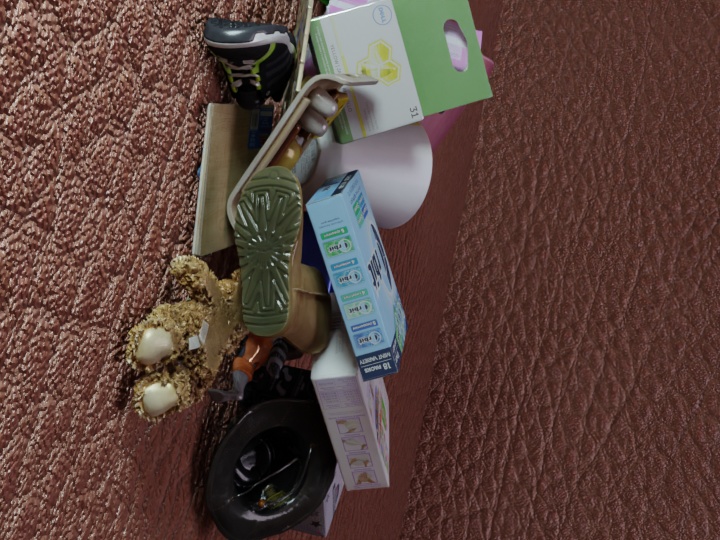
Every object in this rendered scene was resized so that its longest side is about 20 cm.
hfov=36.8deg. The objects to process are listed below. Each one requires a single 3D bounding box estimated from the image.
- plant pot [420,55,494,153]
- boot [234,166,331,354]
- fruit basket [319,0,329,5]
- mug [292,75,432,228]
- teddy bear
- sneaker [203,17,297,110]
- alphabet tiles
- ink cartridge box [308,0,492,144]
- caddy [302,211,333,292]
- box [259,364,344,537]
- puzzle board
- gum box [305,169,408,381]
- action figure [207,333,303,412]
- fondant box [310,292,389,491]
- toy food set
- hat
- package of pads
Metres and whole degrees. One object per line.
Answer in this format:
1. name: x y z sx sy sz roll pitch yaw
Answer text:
1. plant pot: 0.084 -0.280 1.684 0.180 0.199 0.200 -66 171 10
2. boot: -0.074 -0.004 1.126 0.200 0.066 0.176 31 65 -77
3. fruit basket: 0.021 -0.345 1.424 0.216 0.155 0.217 -8 90 -76
4. mug: -0.025 -0.143 1.355 0.153 0.187 0.150 4 121 -40
5. teddy bear: -0.168 0.063 1.031 0.200 0.066 0.145 -64 145 -47
6. sneaker: -0.102 -0.201 1.075 0.200 0.071 0.083 -24 122 -77
7. alphabet tiles: -0.070 -0.242 1.193 0.167 0.008 0.201 120 -22 -66
8. ink cartridge box: 0.048 -0.242 1.246 0.048 0.199 0.146 -141 -145 -79
9. caddy: -0.047 0.011 1.441 0.141 0.104 0.201 24 76 -79
10. box: -0.082 0.244 1.452 0.132 0.114 0.201 -69 164 -44
11. puzzle board: -0.135 -0.101 1.147 0.200 0.017 0.151 -34 132 -75
12. gum box: 0.000 0.000 1.204 0.170 0.044 0.201 -68 141 -75
13. action figure: -0.102 0.098 1.274 0.193 0.104 0.201 -34 132 -62
14. fondant box: -0.009 0.145 1.299 0.145 0.058 0.201 -89 167 -50
15. toy food set: -0.056 -0.126 1.156 0.200 0.060 0.143 -53 176 17
16. hat: -0.119 0.222 1.289 0.200 0.081 0.201 -19 124 -30
17. package of pads: 0.038 -0.268 1.329 0.121 0.199 0.076 133 -31 -63
